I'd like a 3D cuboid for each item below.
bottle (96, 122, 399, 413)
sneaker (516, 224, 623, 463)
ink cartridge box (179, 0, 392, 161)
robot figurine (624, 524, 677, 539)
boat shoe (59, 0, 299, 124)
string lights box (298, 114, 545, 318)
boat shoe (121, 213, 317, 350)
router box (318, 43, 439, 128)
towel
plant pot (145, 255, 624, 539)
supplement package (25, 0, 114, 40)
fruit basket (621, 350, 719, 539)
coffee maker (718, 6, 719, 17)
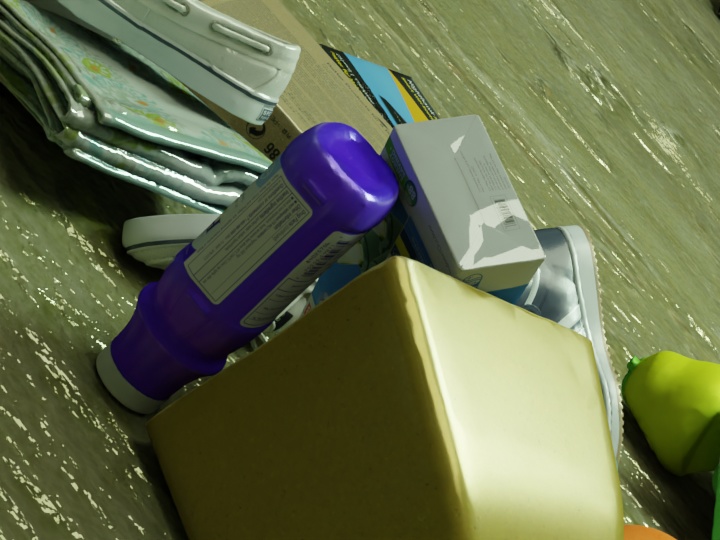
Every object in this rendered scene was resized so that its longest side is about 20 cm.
[{"bbox_3d":[-0.068,0.002,1.346,0.065,0.200,0.084,49,22,4],"label":"bottle"},{"bbox_3d":[0.129,0.065,1.797,0.108,0.070,0.201,-2,75,-20],"label":"sneaker"},{"bbox_3d":[-0.056,-0.106,1.731,0.200,0.075,0.165,48,20,4],"label":"ink cartridge box"},{"bbox_3d":[0.153,0.224,1.499,0.200,0.116,0.144,-13,102,-66],"label":"robot figurine"},{"bbox_3d":[-0.127,-0.184,1.561,0.202,0.086,0.075,33,10,1],"label":"boat shoe"},{"bbox_3d":[0.032,0.012,1.403,0.059,0.200,0.103,-8,59,-26],"label":"string lights box"},{"bbox_3d":[-0.057,0.013,1.522,0.202,0.075,0.086,7,82,-29],"label":"boat shoe"},{"bbox_3d":[0.039,-0.079,1.893,0.149,0.051,0.200,12,40,-59],"label":"router box"},{"bbox_3d":[-0.152,-0.107,1.536,0.200,0.048,0.171,22,18,-48],"label":"towel"},{"bbox_3d":[0.032,0.144,1.318,0.194,0.195,0.200,23,41,-47],"label":"plant pot"},{"bbox_3d":[-0.191,-0.286,1.674,0.151,0.152,0.200,38,21,-24],"label":"supplement package"},{"bbox_3d":[0.300,0.150,1.927,0.215,0.156,0.216,4,9,-1],"label":"fruit basket"},{"bbox_3d":[0.609,-0.352,3.310,0.192,0.135,0.200,-28,85,-50],"label":"coffee maker"}]
